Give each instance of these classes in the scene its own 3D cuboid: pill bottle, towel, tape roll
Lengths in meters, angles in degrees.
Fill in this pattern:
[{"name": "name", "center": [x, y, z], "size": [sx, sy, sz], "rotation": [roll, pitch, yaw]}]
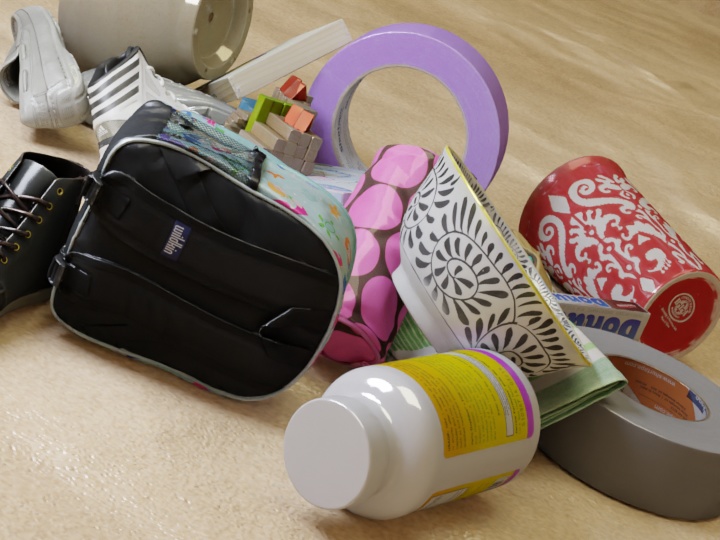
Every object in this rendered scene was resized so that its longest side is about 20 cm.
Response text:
[{"name": "pill bottle", "center": [0.035, 0.113, 1.247], "size": [0.104, 0.105, 0.199], "rotation": [34, 21, 29]}, {"name": "towel", "center": [0.098, 0.060, 1.457], "size": [0.151, 0.024, 0.200], "rotation": [-24, 43, -16]}, {"name": "tape roll", "center": [0.230, 0.124, 1.503], "size": [0.199, 0.067, 0.201], "rotation": [22, 20, -8]}, {"name": "tape roll", "center": [0.045, -0.140, 1.777], "size": [0.199, 0.202, 0.066], "rotation": [25, 18, 5]}]

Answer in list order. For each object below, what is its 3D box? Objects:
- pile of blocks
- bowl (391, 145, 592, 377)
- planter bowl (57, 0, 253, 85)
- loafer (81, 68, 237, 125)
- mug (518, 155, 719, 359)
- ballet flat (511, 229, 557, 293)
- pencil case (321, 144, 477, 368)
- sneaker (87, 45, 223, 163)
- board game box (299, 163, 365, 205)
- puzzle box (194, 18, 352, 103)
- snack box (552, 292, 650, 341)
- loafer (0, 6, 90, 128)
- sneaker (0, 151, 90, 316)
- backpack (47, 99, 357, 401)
[{"name": "pile of blocks", "center": [-0.078, -0.149, 1.658], "size": [0.081, 0.063, 0.200], "rotation": [22, 12, -13]}, {"name": "bowl", "center": [0.086, 0.014, 1.383], "size": [0.201, 0.094, 0.201], "rotation": [54, 8, -11]}, {"name": "planter bowl", "center": [-0.192, -0.265, 1.803], "size": [0.134, 0.202, 0.200], "rotation": [19, 17, 22]}, {"name": "loafer", "center": [-0.182, -0.155, 1.759], "size": [0.198, 0.070, 0.070], "rotation": [19, 28, -12]}, {"name": "mug", "center": [0.282, -0.007, 1.814], "size": [0.176, 0.134, 0.200], "rotation": [7, 28, -34]}, {"name": "ballet flat", "center": [0.161, 0.013, 1.720], "size": [0.063, 0.069, 0.200], "rotation": [33, 18, -13]}, {"name": "pencil case", "center": [0.018, -0.009, 1.465], "size": [0.090, 0.201, 0.094], "rotation": [-9, -50, 45]}, {"name": "sneaker", "center": [-0.173, -0.151, 1.655], "size": [0.075, 0.117, 0.200], "rotation": [-18, -7, 32]}, {"name": "board game box", "center": [-0.040, -0.067, 1.635], "size": [0.199, 0.044, 0.198], "rotation": [11, 9, 34]}, {"name": "puzzle box", "center": [-0.096, -0.205, 1.823], "size": [0.026, 0.132, 0.200], "rotation": [63, -14, -9]}, {"name": "snack box", "center": [0.171, 0.056, 1.603], "size": [0.199, 0.072, 0.024], "rotation": [7, 23, -39]}, {"name": "loafer", "center": [-0.308, -0.192, 1.689], "size": [0.069, 0.070, 0.200], "rotation": [-17, 32, -12]}, {"name": "sneaker", "center": [-0.263, -0.023, 1.262], "size": [0.074, 0.107, 0.200], "rotation": [27, 19, 11]}, {"name": "backpack", "center": [-0.105, -0.010, 1.307], "size": [0.199, 0.179, 0.151], "rotation": [27, 24, -1]}]
